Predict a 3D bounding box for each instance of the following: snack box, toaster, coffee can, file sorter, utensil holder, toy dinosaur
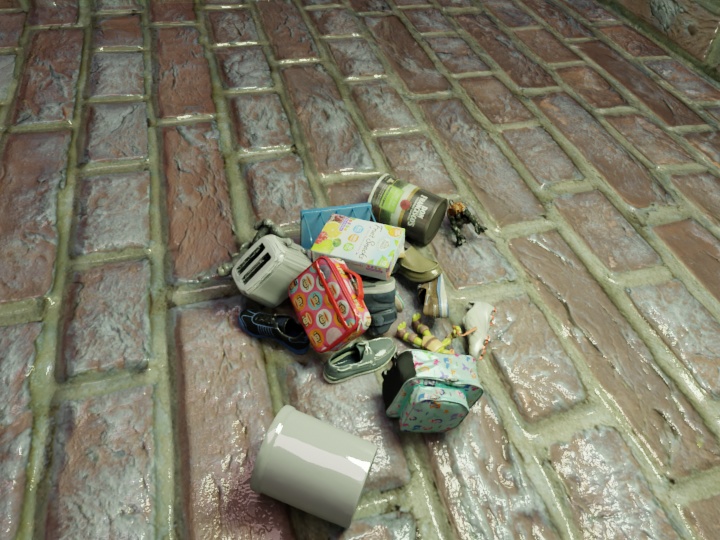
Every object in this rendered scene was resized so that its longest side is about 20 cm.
[{"bbox_3d":[-0.005,-0.061,1.347,0.199,0.053,0.143,14,51,16],"label":"snack box"},{"bbox_3d":[-0.224,0.005,1.337,0.200,0.129,0.114,-43,54,11],"label":"toaster"},{"bbox_3d":[0.137,-0.182,1.608,0.199,0.147,0.146,26,49,18],"label":"coffee can"},{"bbox_3d":[-0.057,-0.086,1.500,0.198,0.139,0.123,-9,49,-14],"label":"file sorter"},{"bbox_3d":[-0.085,0.376,1.043,0.199,0.171,0.170,20,48,9],"label":"utensil holder"},{"bbox_3d":[0.289,-0.151,1.598,0.200,0.102,0.136,-12,72,-57],"label":"toy dinosaur"}]

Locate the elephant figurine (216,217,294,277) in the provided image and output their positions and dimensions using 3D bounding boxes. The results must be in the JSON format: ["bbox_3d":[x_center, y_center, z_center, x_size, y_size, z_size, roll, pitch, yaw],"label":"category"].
[{"bbox_3d":[-0.279,-0.032,1.440,0.200,0.155,0.141,-50,28,-12],"label":"elephant figurine"}]

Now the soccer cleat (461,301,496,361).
[{"bbox_3d":[0.288,0.152,1.369,0.077,0.070,0.200,14,39,14],"label":"soccer cleat"}]

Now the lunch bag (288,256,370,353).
[{"bbox_3d":[-0.063,0.073,1.254,0.082,0.176,0.201,7,49,-56],"label":"lunch bag"}]

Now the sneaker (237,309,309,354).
[{"bbox_3d":[-0.210,0.130,1.318,0.199,0.078,0.070,21,48,13],"label":"sneaker"}]

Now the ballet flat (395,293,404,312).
[{"bbox_3d":[0.035,0.057,1.432,0.067,0.068,0.200,-25,44,-22],"label":"ballet flat"}]

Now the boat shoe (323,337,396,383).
[{"bbox_3d":[0.004,0.202,1.286,0.199,0.062,0.073,-21,52,-24],"label":"boat shoe"}]

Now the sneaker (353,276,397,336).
[{"bbox_3d":[-0.005,0.093,1.348,0.201,0.147,0.077,0,26,19],"label":"sneaker"}]

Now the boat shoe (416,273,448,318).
[{"bbox_3d":[0.183,0.057,1.412,0.072,0.073,0.200,-4,22,3],"label":"boat shoe"}]

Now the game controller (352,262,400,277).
[{"bbox_3d":[0.000,0.000,1.403,0.198,0.042,0.104,-1,4,20],"label":"game controller"}]

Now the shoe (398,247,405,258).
[{"bbox_3d":[0.018,-0.052,1.431,0.198,0.054,0.070,-4,2,-1],"label":"shoe"}]

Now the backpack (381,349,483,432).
[{"bbox_3d":[0.163,0.259,1.175,0.198,0.178,0.151,1,49,-19],"label":"backpack"}]

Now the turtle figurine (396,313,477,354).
[{"bbox_3d":[0.176,0.173,1.330,0.200,0.065,0.161,-37,49,-16],"label":"turtle figurine"}]

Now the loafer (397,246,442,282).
[{"bbox_3d":[0.135,-0.023,1.464,0.076,0.068,0.199,-34,32,-30],"label":"loafer"}]
